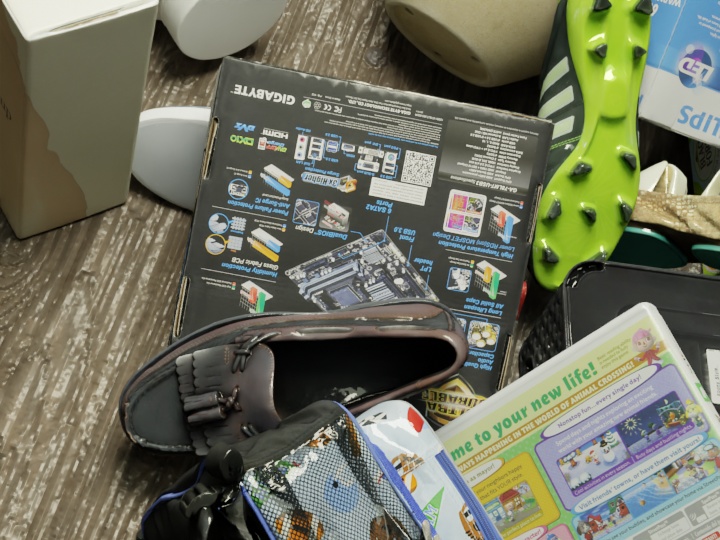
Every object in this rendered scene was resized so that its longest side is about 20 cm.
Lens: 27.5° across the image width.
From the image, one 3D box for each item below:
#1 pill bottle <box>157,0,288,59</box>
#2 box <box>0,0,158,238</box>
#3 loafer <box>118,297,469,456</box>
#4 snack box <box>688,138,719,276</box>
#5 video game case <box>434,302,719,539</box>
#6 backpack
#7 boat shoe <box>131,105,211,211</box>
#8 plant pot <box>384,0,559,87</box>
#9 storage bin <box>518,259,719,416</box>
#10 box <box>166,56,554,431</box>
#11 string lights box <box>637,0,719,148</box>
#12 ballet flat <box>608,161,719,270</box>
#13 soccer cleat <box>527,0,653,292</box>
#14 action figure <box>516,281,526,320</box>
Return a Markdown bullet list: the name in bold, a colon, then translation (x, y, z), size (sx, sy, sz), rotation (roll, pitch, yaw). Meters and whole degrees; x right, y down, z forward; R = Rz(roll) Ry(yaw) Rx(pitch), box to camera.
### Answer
- **pill bottle**: translation (-0.131, -0.244, 0.988), size (0.112, 0.112, 0.201), rotation (-23, 67, -25)
- **box**: translation (-0.178, -0.115, 0.847), size (0.077, 0.200, 0.095), rotation (-22, 67, -24)
- **loafer**: translation (-0.037, 0.057, 0.805), size (0.199, 0.063, 0.072), rotation (-14, 97, -5)
- **snack box**: translation (0.281, -0.103, 0.988), size (0.053, 0.142, 0.201), rotation (13, 56, -18)
- **video game case**: translation (0.116, 0.146, 0.789), size (0.200, 0.022, 0.183), rotation (-34, 69, 19)
- **backpack**: translation (-0.011, 0.171, 0.738), size (0.153, 0.200, 0.191), rotation (-23, 80, -24)
- **boat shoe**: translation (-0.051, -0.073, 0.940), size (0.199, 0.074, 0.066), rotation (12, 36, -6)
- **plant pot**: translation (0.092, -0.205, 0.992), size (0.200, 0.200, 0.135), rotation (36, 83, 9)
- **storage bin**: translation (0.205, 0.083, 0.888), size (0.199, 0.094, 0.136), rotation (7, 58, -9)
- **box**: translation (-0.003, -0.008, 0.858), size (0.199, 0.050, 0.200), rotation (10, 95, -7)
- **string lights box**: translation (0.236, -0.183, 0.932), size (0.102, 0.201, 0.059), rotation (16, 11, -30)
- **ballet flat**: translation (0.210, -0.034, 0.925), size (0.199, 0.070, 0.066), rotation (9, 71, 36)
- **soccer cleat**: translation (0.137, -0.088, 0.909), size (0.067, 0.081, 0.201), rotation (6, 101, -15)
- **action figure**: translation (0.000, 0.000, 0.914), size (0.199, 0.052, 0.066), rotation (7, 53, -7)
